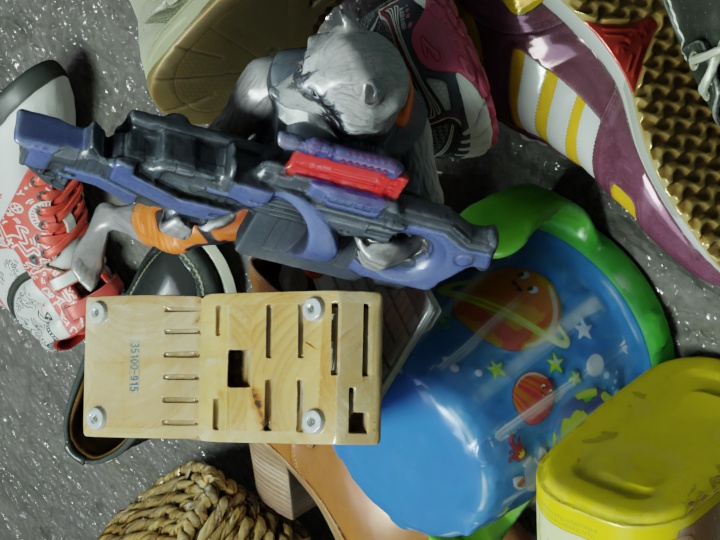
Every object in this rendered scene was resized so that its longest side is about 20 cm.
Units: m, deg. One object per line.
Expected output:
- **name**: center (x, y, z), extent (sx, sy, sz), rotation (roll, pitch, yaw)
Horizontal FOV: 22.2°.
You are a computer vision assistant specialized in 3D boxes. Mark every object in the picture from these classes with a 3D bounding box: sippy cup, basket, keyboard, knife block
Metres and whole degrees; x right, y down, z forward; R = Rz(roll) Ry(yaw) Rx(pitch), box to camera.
- **sippy cup**: center (0.059, 0.056, 0.870), extent (0.139, 0.130, 0.178), rotation (-12, 107, 48)
- **basket**: center (-0.086, 0.212, 1.118), extent (0.149, 0.143, 0.200), rotation (36, 154, -12)
- **keyboard**: center (0.000, 0.000, 0.860), extent (0.011, 0.200, 0.056), rotation (31, 104, -21)
- **knife block**: center (-0.037, 0.047, 0.853), extent (0.200, 0.175, 0.064), rotation (-2, 85, 33)

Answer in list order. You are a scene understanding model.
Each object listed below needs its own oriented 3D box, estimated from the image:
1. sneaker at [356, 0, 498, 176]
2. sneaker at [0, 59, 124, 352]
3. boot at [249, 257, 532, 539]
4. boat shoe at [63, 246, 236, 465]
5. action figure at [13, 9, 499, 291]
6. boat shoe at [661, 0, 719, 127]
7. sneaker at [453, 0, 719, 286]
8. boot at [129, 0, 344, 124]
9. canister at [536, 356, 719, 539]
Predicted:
- **sneaker**: center (0.003, -0.072, 0.828), extent (0.081, 0.075, 0.200), rotation (69, 162, 3)
- **sneaker**: center (-0.179, -0.031, 1.098), extent (0.108, 0.067, 0.201), rotation (44, 142, 12)
- **boot**: center (0.010, 0.081, 0.983), extent (0.200, 0.074, 0.155), rotation (19, 124, 32)
- **boat shoe**: center (-0.129, 0.050, 1.102), extent (0.072, 0.068, 0.200), rotation (46, 137, 13)
- **action figure**: center (-0.052, -0.049, 0.752), extent (0.200, 0.105, 0.193), rotation (18, 150, -26)
- **boat shoe**: center (0.166, -0.085, 0.720), extent (0.200, 0.064, 0.071), rotation (51, 140, 7)
- **sneaker**: center (0.105, -0.074, 0.791), extent (0.200, 0.075, 0.090), rotation (59, 149, 5)
- **boot**: center (-0.040, -0.181, 0.842), extent (0.200, 0.072, 0.155), rotation (-42, 46, 14)
- **canister**: center (0.141, 0.157, 0.845), extent (0.086, 0.148, 0.200), rotation (18, 126, 36)
